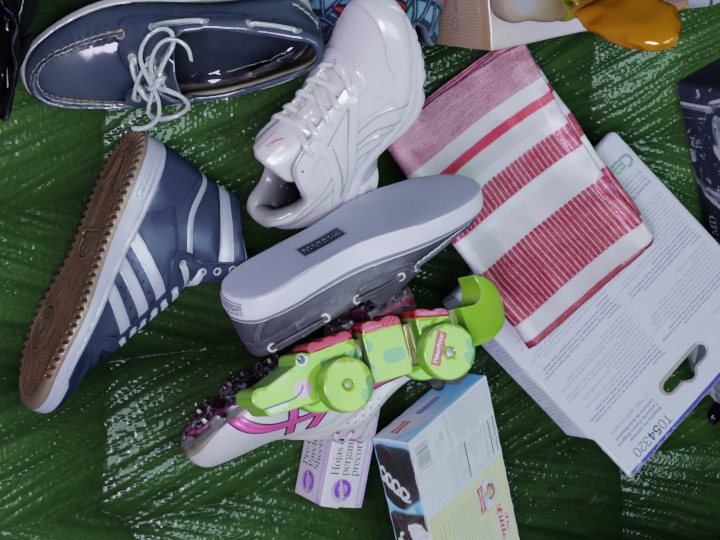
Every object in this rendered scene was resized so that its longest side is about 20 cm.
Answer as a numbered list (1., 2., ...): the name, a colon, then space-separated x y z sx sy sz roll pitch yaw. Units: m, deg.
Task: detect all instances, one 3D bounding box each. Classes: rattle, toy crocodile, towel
1. rattle: 0.152 -0.263 1.287 0.130 0.143 0.201 0 109 -15
2. toy crocodile: 0.010 0.056 1.277 0.199 0.067 0.062 -17 92 -18
3. towel: 0.123 -0.061 1.427 0.144 0.023 0.200 -38 98 -21

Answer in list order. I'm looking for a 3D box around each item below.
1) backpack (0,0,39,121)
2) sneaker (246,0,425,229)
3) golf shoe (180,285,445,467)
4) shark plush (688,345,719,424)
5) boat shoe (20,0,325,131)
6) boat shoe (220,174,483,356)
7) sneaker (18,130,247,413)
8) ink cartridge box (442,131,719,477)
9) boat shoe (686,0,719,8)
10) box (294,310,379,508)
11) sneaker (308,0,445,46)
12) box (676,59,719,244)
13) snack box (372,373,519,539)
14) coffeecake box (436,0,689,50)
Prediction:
1. backpack: -0.260 -0.180 1.092 0.153 0.200 0.191 -8 115 0
2. sneaker: -0.023 -0.099 1.280 0.099 0.078 0.200 -17 139 -40
3. golf shoe: -0.032 0.094 1.337 0.200 0.073 0.092 -30 101 -4
4. shark plush: 0.317 0.076 1.575 0.091 0.083 0.201 -42 131 -59
5. boat shoe: -0.122 -0.137 1.228 0.199 0.062 0.075 -8 127 -10
6. boat shoe: 0.000 0.000 1.291 0.200 0.070 0.066 -29 125 -20
7. sneaker: -0.149 0.017 1.273 0.108 0.070 0.201 27 82 -33
8. ink cartridge box: 0.199 0.028 1.479 0.200 0.043 0.196 47 71 -4
9. boat shoe: 0.293 -0.244 1.454 0.200 0.065 0.074 -38 126 -66
10. box: -0.006 0.076 1.400 0.039 0.041 0.201 7 97 -33
11. sneaker: -0.016 -0.180 1.315 0.199 0.079 0.096 -12 109 -31
12. box: 0.384 -0.075 1.533 0.124 0.196 0.201 -27 114 -25
13. snack box: 0.074 0.194 1.458 0.116 0.037 0.201 -35 119 -47
14. coffeecake box: 0.151 -0.260 1.412 0.199 0.073 0.154 -15 108 -30
